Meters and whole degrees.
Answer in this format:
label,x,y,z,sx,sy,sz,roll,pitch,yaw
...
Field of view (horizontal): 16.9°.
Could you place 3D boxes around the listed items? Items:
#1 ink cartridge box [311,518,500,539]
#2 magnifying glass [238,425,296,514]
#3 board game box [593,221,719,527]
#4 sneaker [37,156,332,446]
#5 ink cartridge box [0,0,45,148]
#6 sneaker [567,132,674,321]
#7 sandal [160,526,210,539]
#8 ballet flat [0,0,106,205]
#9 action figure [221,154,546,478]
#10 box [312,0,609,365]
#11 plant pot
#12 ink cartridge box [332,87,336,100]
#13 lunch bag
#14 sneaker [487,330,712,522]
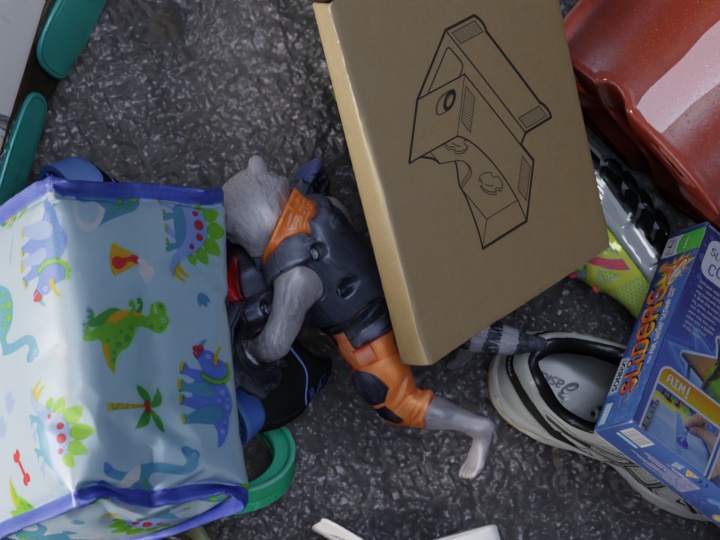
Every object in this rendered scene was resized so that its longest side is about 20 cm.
label,x,y,z,sx,sy,sz,roll,pitch,yaw
ink cartridge box,0.028,0.226,1.312,0.125,0.129,0.200,-15,84,-8
magnifying glass,-0.135,0.097,1.354,0.200,0.022,0.080,5,38,4
board game box,0.231,0.085,1.346,0.200,0.034,0.135,38,59,-21
sneaker,-0.100,0.008,1.369,0.078,0.070,0.200,-31,77,-35
ink cartridge box,-0.269,-0.078,1.315,0.146,0.083,0.200,8,78,38
sneaker,0.114,-0.028,1.395,0.090,0.078,0.200,-39,93,17
sandal,-0.108,0.170,1.316,0.080,0.057,0.201,-42,58,-8
ballet flat,-0.201,-0.115,1.374,0.074,0.074,0.200,22,77,-2
action figure,0.000,0.000,1.324,0.193,0.105,0.200,37,37,-22
box,0.057,-0.072,1.266,0.163,0.021,0.200,-31,116,-40
plant pot,0.218,-0.140,1.362,0.195,0.201,0.201,-45,88,-3
ink cartridge box,0.021,-0.186,1.336,0.076,0.200,0.148,-6,83,-6
lunch bag,-0.148,0.059,1.257,0.127,0.200,0.170,4,72,-33
sneaker,0.169,0.090,1.368,0.200,0.088,0.076,19,78,-4
